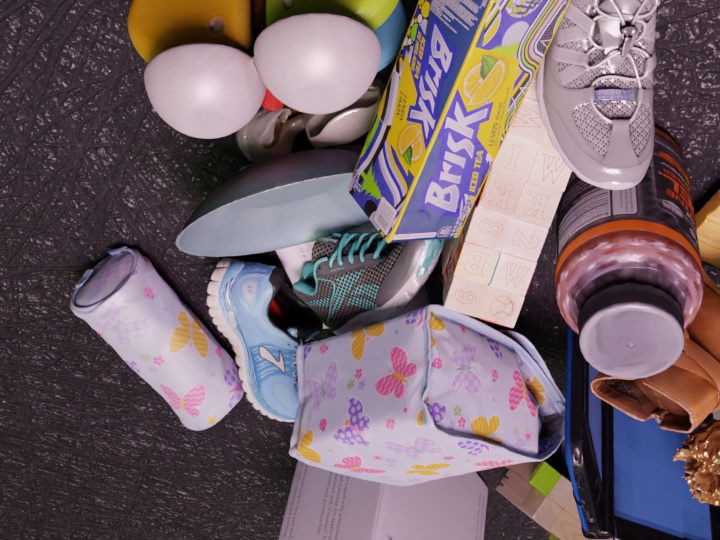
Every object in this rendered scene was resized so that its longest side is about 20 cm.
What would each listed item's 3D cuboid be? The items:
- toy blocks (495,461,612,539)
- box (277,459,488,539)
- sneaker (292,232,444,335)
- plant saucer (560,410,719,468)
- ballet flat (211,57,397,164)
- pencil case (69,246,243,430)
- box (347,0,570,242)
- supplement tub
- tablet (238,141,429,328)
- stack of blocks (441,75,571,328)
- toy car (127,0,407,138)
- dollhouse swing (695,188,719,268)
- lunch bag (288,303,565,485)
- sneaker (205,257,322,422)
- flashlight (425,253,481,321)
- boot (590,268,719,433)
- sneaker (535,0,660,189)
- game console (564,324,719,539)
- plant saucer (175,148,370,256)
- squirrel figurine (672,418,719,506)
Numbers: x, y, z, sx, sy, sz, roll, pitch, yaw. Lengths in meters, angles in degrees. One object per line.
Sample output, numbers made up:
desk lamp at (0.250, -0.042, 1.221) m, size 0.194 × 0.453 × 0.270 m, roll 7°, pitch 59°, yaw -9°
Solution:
toy blocks at (0.208, 0.248, 1.045) m, size 0.199 × 0.136 × 0.100 m, roll 40°, pitch 84°, yaw -22°
box at (0.029, 0.269, 1.047) m, size 0.129 × 0.201 × 0.201 m, roll -20°, pitch 125°, yaw 29°
sneaker at (0.000, 0.000, 0.862) m, size 0.091 × 0.078 × 0.200 m, roll 37°, pitch 143°, yaw -7°
plant saucer at (0.306, 0.199, 1.025) m, size 0.196 × 0.051 × 0.202 m, roll 6°, pitch 133°, yaw 6°
ballet flat at (-0.045, -0.119, 0.798) m, size 0.197 × 0.074 × 0.074 m, roll -13°, pitch 128°, yaw 24°
pencil case at (-0.201, 0.072, 1.000) m, size 0.090 × 0.084 × 0.201 m, roll -15°, pitch 127°, yaw 32°
box at (0.062, -0.117, 0.668) m, size 0.069 × 0.065 × 0.202 m, roll -5°, pitch 133°, yaw -35°
supplement tub at (0.198, -0.016, 0.744) m, size 0.105 × 0.202 × 0.108 m, roll 6°, pitch 133°, yaw 7°
tablet at (-0.019, -0.025, 0.917) m, size 0.128 × 0.014 × 0.202 m, roll -9°, pitch 130°, yaw 20°
stack of blocks at (0.118, -0.075, 0.767) m, size 0.058 × 0.116 × 0.203 m, roll 15°, pitch 116°, yaw -3°
toy car at (-0.055, -0.175, 0.699) m, size 0.197 × 0.178 × 0.150 m, roll -9°, pitch 159°, yaw 20°
dollhouse swing at (0.383, 0.003, 0.754) m, size 0.173 × 0.184 × 0.201 m, roll 10°, pitch 138°, yaw -25°
lunch bag at (0.063, 0.116, 0.862) m, size 0.198 × 0.129 × 0.168 m, roll 25°, pitch 148°, yaw -37°
sneaker at (-0.075, 0.074, 0.970) m, size 0.089 × 0.079 × 0.202 m, roll -4°, pitch 132°, yaw 25°
flashlight at (0.101, 0.062, 0.939) m, size 0.067 × 0.068 × 0.202 m, roll 25°, pitch 142°, yaw 44°
boot at (0.230, 0.050, 0.791) m, size 0.199 × 0.154 × 0.074 m, roll 7°, pitch 131°, yaw 57°
sneaker at (0.153, -0.153, 0.633) m, size 0.073 × 0.204 × 0.082 m, roll -6°, pitch 176°, yaw -7°
game console at (0.247, 0.128, 0.866) m, size 0.116 × 0.202 × 0.172 m, roll -5°, pitch 134°, yaw 18°
plant saucer at (-0.054, -0.059, 0.803) m, size 0.198 × 0.039 × 0.201 m, roll -15°, pitch 171°, yaw -2°
squirrel figurine at (0.365, 0.172, 0.815) m, size 0.199 × 0.142 × 0.187 m, roll 35°, pitch 174°, yaw 8°
